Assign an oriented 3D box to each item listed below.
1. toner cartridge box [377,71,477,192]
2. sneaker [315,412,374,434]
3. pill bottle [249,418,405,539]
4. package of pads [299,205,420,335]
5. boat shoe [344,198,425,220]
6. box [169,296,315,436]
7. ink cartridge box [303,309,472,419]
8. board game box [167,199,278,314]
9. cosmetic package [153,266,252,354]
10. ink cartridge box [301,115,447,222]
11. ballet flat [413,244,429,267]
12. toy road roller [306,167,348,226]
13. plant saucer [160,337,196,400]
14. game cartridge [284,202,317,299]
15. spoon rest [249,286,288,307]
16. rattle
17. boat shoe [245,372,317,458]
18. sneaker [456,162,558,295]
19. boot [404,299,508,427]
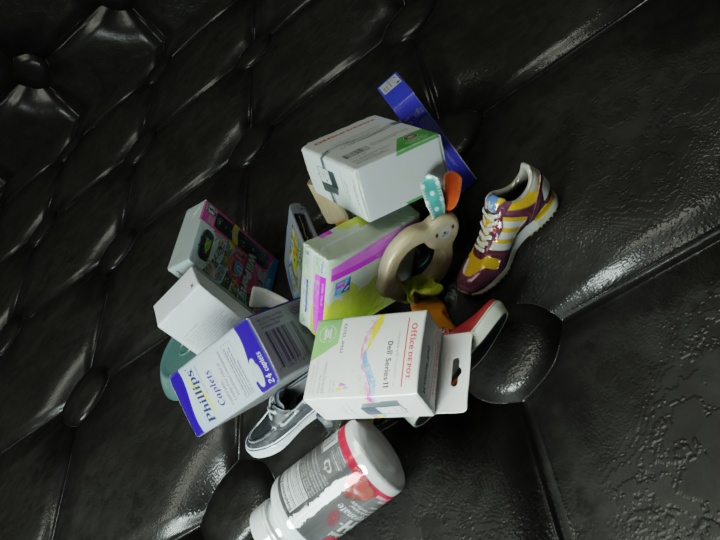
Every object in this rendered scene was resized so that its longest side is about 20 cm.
[{"bbox_3d":[0.109,-0.220,1.264,0.043,0.200,0.096,-37,36,10],"label":"toner cartridge box"},{"bbox_3d":[-0.010,0.152,1.140,0.073,0.081,0.203,-17,45,36],"label":"sneaker"},{"bbox_3d":[-0.047,0.293,1.019,0.199,0.111,0.111,-39,35,13],"label":"pill bottle"},{"bbox_3d":[0.000,0.000,1.150,0.198,0.157,0.068,-28,49,-37],"label":"package of pads"},{"bbox_3d":[0.054,-0.119,1.249,0.198,0.075,0.066,-30,71,-27],"label":"boat shoe"},{"bbox_3d":[-0.158,0.140,1.194,0.199,0.106,0.183,-36,-8,30],"label":"box"},{"bbox_3d":[0.036,0.119,0.982,0.196,0.068,0.119,-8,54,25],"label":"ink cartridge box"},{"bbox_3d":[-0.250,-0.010,1.455,0.064,0.200,0.150,-21,43,32],"label":"board game box"},{"bbox_3d":[-0.248,0.098,1.348,0.101,0.200,0.071,-43,35,4],"label":"cosmetic package"},{"bbox_3d":[0.018,-0.159,1.175,0.145,0.084,0.200,-26,28,-17],"label":"ink cartridge box"},{"bbox_3d":[0.041,-0.060,1.301,0.199,0.068,0.069,19,72,54],"label":"ballet flat"},{"bbox_3d":[0.019,-0.170,1.340,0.144,0.124,0.200,-3,34,47],"label":"toy road roller"},{"bbox_3d":[-0.330,0.155,1.528,0.198,0.036,0.202,-29,40,26],"label":"plant saucer"},{"bbox_3d":[-0.100,-0.013,1.370,0.040,0.136,0.201,-5,33,-14],"label":"game cartridge"},{"bbox_3d":[-0.132,0.086,1.353,0.200,0.060,0.101,42,124,53],"label":"spoon rest"},{"bbox_3d":[0.114,-0.020,1.095,0.202,0.129,0.143,-57,29,17],"label":"rattle"},{"bbox_3d":[-0.113,0.214,1.205,0.199,0.068,0.072,-36,36,17],"label":"boat shoe"},{"bbox_3d":[0.193,-0.061,1.115,0.201,0.090,0.075,-51,35,-4],"label":"sneaker"},{"bbox_3d":[0.091,0.087,1.053,0.200,0.072,0.144,-47,64,4],"label":"boot"}]
